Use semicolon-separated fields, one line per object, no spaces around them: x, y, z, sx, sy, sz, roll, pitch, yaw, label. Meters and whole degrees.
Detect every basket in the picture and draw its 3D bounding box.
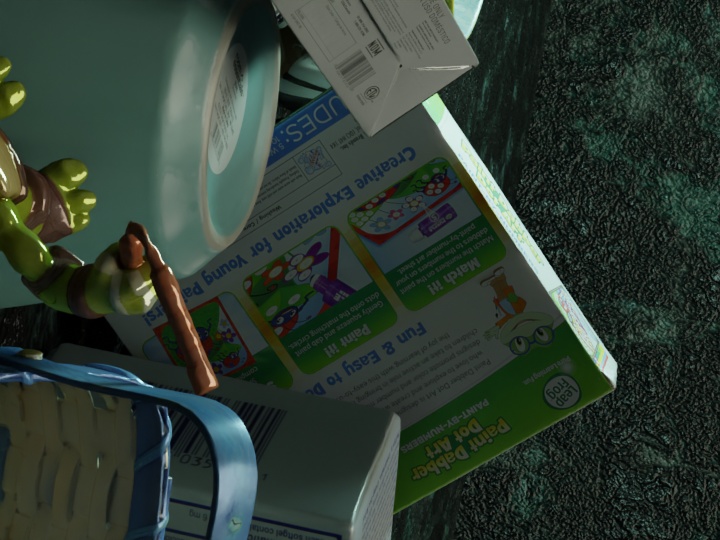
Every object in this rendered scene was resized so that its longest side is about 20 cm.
-0.117;0.112;0.580;0.139;0.200;0.177;2;99;-53;basket

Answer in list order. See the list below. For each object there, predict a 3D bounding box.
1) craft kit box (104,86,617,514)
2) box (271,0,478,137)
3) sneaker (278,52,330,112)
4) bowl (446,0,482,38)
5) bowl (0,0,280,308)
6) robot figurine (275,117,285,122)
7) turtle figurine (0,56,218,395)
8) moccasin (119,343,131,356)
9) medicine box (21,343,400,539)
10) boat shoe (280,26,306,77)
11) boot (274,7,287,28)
-0.008;0.022;0.881;0.198;0.200;0.049;57;17;-7;craft kit box
-0.034;-0.167;0.785;0.200;0.060;0.117;59;4;39;box
0.007;-0.134;0.972;0.115;0.076;0.201;-64;-172;10;sneaker
0.040;-0.276;1.324;0.200;0.108;0.200;10;90;-80;bowl
-0.100;-0.073;0.778;0.201;0.105;0.201;11;90;-80;bowl
0.000;0.000;0.985;0.125;0.200;0.150;-55;174;9;robot figurine
-0.128;-0.028;0.609;0.064;0.200;0.161;-47;-174;2;turtle figurine
-0.097;0.071;1.021;0.201;0.074;0.078;77;16;-58;moccasin
-0.085;0.159;0.862;0.103;0.182;0.200;-61;158;-60;medicine box
-0.044;-0.185;1.053;0.200;0.074;0.076;88;16;-49;boat shoe
-0.029;-0.149;0.909;0.200;0.073;0.090;-43;141;4;boot
